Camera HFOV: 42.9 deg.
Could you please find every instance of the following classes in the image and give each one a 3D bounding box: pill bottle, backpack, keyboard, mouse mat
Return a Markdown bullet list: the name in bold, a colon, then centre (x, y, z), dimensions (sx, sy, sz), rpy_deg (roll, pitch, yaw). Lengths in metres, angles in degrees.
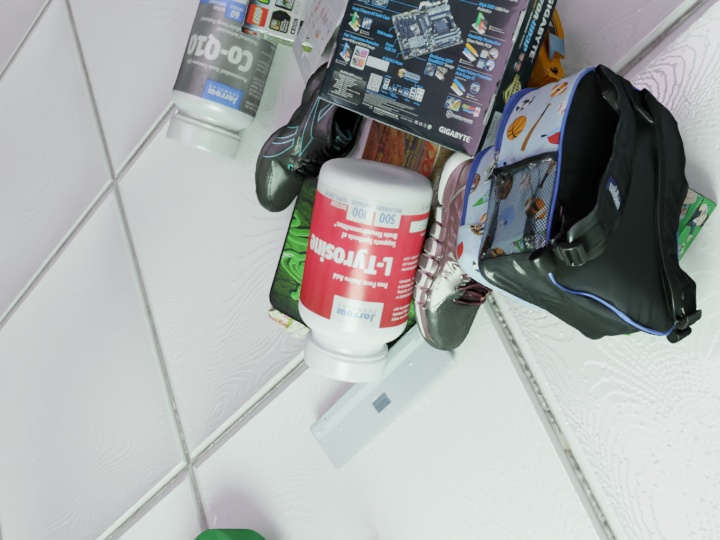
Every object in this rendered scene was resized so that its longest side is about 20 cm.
- **pill bottle**: centre (-0.180, -0.254, 1.197), dimensions (0.113, 0.113, 0.202), rpy_deg (21, 95, 44)
- **backpack**: centre (0.175, -0.055, 0.728), dimensions (0.153, 0.199, 0.192), rpy_deg (2, 71, 48)
- **keyboard**: centre (0.019, 0.134, 0.971), dimensions (0.056, 0.011, 0.200), rpy_deg (50, 119, 13)
- **pill bottle**: centre (0.000, 0.000, 0.898), dimensions (0.112, 0.112, 0.202), rpy_deg (27, 114, 44)
- **mouse mat**: centre (-0.004, 0.009, 0.972), dimensions (0.199, 0.008, 0.162), rpy_deg (28, 113, 25)

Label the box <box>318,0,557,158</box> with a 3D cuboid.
- **box**: centre (0.064, -0.205, 0.844), dimensions (0.199, 0.046, 0.160), rpy_deg (27, 104, 36)

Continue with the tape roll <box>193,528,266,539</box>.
- **tape roll**: centre (-0.150, 0.396, 1.032), dimensions (0.200, 0.048, 0.203), rpy_deg (-20, 64, 50)

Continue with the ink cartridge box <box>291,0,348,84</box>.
- **ink cartridge box**: centre (-0.006, -0.310, 1.019), dimensions (0.201, 0.057, 0.163), rpy_deg (-64, 20, 22)

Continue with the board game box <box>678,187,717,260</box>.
- **board game box**: centre (0.203, -0.053, 0.836), dimensions (0.200, 0.029, 0.135), rpy_deg (44, 111, 41)

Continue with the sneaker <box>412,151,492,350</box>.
- **sneaker**: centre (0.116, -0.007, 0.847), dimensions (0.115, 0.075, 0.202), rpy_deg (24, 114, 46)

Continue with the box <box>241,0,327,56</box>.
- **box**: centre (-0.070, -0.379, 1.127), dimensions (0.035, 0.109, 0.202), rpy_deg (-162, 87, -83)

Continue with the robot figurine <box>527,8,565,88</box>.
- **robot figurine**: centre (0.139, -0.227, 0.904), dimensions (0.145, 0.058, 0.202), rpy_deg (-38, 45, 39)

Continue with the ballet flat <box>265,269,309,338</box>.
- **ballet flat**: centre (-0.054, -0.020, 1.042), dimensions (0.076, 0.063, 0.202), rpy_deg (-130, 59, -79)

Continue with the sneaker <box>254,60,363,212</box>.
- **sneaker**: centre (-0.058, -0.149, 1.082), dimensions (0.079, 0.075, 0.201), rpy_deg (45, 111, 38)

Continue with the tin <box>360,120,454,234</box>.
- **tin**: centre (0.050, -0.113, 0.948), dimensions (0.112, 0.042, 0.201), rpy_deg (57, 141, 39)
